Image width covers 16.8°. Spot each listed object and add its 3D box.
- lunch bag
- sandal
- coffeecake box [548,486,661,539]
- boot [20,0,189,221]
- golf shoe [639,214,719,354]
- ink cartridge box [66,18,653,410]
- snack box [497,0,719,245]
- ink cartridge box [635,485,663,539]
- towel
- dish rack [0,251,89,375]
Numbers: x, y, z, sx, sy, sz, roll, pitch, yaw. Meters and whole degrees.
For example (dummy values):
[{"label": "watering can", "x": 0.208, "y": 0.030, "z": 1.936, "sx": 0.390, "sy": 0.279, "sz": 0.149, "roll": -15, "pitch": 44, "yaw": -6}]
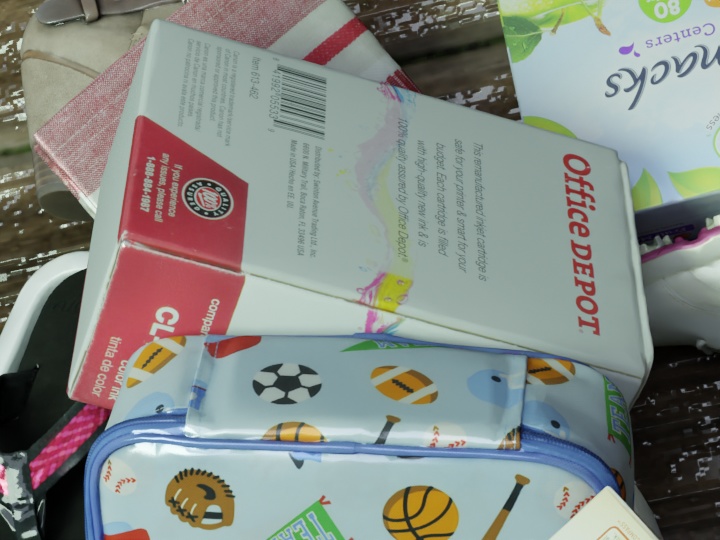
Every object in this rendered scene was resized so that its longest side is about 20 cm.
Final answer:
[{"label": "lunch bag", "x": 0.004, "y": 0.105, "z": 0.861, "sx": 0.198, "sy": 0.161, "sz": 0.076, "roll": 5, "pitch": 32, "yaw": 6}, {"label": "sandal", "x": -0.124, "y": 0.059, "z": 0.967, "sx": 0.074, "sy": 0.045, "sz": 0.201, "roll": -3, "pitch": 43, "yaw": 14}, {"label": "coffeecake box", "x": 0.055, "y": 0.192, "z": 0.802, "sx": 0.200, "sy": 0.154, "sz": 0.073, "roll": -42, "pitch": 46, "yaw": -1}, {"label": "boot", "x": -0.059, "y": -0.088, "z": 1.098, "sx": 0.198, "sy": 0.070, "sz": 0.147, "roll": 6, "pitch": 61, "yaw": 6}, {"label": "golf shoe", "x": 0.179, "y": 0.015, "z": 0.987, "sx": 0.199, "sy": 0.075, "sz": 0.092, "roll": -17, "pitch": 83, "yaw": 18}, {"label": "ink cartridge box", "x": 0.000, "y": 0.000, "z": 0.929, "sx": 0.198, "sy": 0.083, "sz": 0.146, "roll": 15, "pitch": 36, "yaw": -10}, {"label": "snack box", "x": 0.165, "y": -0.094, "z": 1.039, "sx": 0.198, "sy": 0.053, "sz": 0.143, "roll": -15, "pitch": 69, "yaw": 10}, {"label": "ink cartridge box", "x": 0.076, "y": 0.198, "z": 0.942, "sx": 0.143, "sy": 0.084, "sz": 0.201, "roll": -23, "pitch": 66, "yaw": 6}, {"label": "towel", "x": -0.022, "y": -0.024, "z": 1.018, "sx": 0.144, "sy": 0.023, "sz": 0.200, "roll": -40, "pitch": 91, "yaw": -16}, {"label": "dish rack", "x": -0.098, "y": 0.105, "z": 1.048, "sx": 0.170, "sy": 0.044, "sz": 0.201, "roll": 18, "pitch": 77, "yaw": 22}]
